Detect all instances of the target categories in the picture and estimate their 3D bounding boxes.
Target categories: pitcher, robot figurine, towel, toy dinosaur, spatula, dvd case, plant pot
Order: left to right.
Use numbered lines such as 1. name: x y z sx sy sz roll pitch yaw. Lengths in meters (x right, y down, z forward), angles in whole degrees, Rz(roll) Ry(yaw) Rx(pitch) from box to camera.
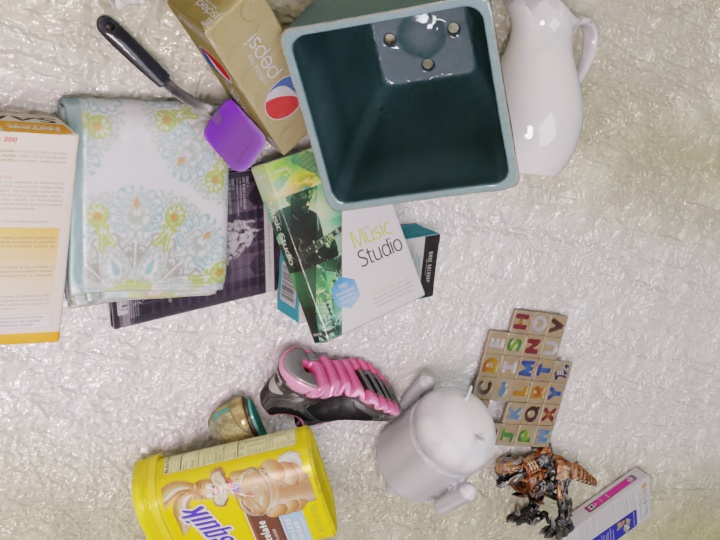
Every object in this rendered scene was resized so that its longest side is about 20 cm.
1. towel: -0.214 -0.067 1.008 0.170 0.048 0.201 -3 100 -34
2. spatula: -0.174 -0.173 0.988 0.200 0.021 0.057 39 61 -18
3. dvd case: -0.176 -0.029 1.091 0.199 0.016 0.150 -13 117 -29
4. plant pot: 0.054 -0.204 1.038 0.195 0.200 0.197 -6 123 15
5. robot figurine: 0.095 0.219 1.295 0.112 0.170 0.200 -7 154 -35
6. pitcher: 0.224 -0.215 1.224 0.171 0.121 0.201 1 99 -43
7. toy dinosaur: 0.281 0.320 1.521 0.199 0.102 0.137 7 90 -14

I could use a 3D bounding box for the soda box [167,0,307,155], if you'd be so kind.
1. soda box: -0.103 -0.202 0.989 0.068 0.064 0.200 -44 149 -7

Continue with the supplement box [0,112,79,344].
1. supplement box: -0.331 -0.037 0.915 0.125 0.073 0.201 0 110 -34

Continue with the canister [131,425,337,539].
1. canister: -0.137 0.258 1.149 0.199 0.087 0.149 -13 125 2

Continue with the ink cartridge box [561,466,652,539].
1. ink cartridge box: 0.395 0.411 1.672 0.199 0.037 0.095 -29 125 -24

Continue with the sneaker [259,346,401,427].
1. sneaker: -0.039 0.156 1.247 0.199 0.079 0.095 21 120 -38

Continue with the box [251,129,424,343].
1. box: -0.021 -0.040 1.114 0.144 0.036 0.201 -24 95 -35

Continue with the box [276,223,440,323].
1. box: 0.000 0.000 1.193 0.199 0.049 0.083 -10 115 -36

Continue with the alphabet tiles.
1. alphabet tiles: 0.229 0.154 1.443 0.166 0.008 0.201 8 102 -32

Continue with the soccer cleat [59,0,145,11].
1. soccer cleat: -0.192 -0.283 0.939 0.199 0.070 0.087 -7 128 -28

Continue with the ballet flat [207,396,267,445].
1. ballet flat: -0.124 0.231 1.221 0.071 0.071 0.201 -36 127 -15
